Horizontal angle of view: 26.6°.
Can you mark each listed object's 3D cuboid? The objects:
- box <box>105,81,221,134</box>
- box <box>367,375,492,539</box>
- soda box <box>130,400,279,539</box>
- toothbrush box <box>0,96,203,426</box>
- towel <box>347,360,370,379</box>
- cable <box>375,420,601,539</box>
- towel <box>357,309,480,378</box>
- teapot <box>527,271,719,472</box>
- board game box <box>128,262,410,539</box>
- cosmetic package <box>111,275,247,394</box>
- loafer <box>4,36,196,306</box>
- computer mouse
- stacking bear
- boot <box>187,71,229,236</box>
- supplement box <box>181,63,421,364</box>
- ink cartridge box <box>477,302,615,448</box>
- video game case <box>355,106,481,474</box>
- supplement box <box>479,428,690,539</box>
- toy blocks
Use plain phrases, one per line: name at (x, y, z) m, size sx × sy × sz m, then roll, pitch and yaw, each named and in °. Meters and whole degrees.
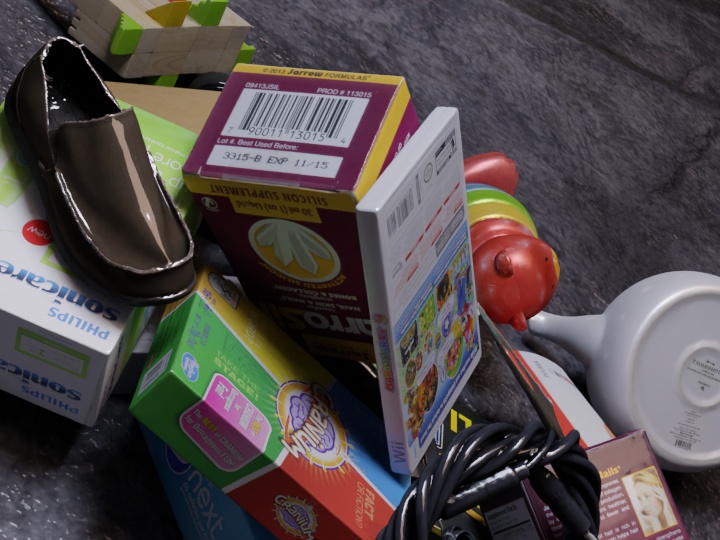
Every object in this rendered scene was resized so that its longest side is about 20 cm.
box at (-0.167, -0.107, 1.187) m, size 0.198 × 0.021 × 0.164 m, roll 4°, pitch 28°, yaw -3°
box at (0.082, 0.177, 1.173) m, size 0.199 × 0.049 × 0.160 m, roll 32°, pitch 28°, yaw -15°
soda box at (-0.081, 0.147, 1.005) m, size 0.068 × 0.064 × 0.201 m, roll 9°, pitch 42°, yaw -43°
toothbrush box at (-0.195, -0.021, 0.993) m, size 0.145 × 0.086 × 0.201 m, roll 24°, pitch 49°, yaw 0°
towel at (0.007, 0.012, 1.267) m, size 0.200 × 0.023 × 0.144 m, roll 51°, pitch 44°, yaw -10°
cable at (0.090, 0.175, 0.950) m, size 0.199 × 0.165 × 0.051 m, roll 11°, pitch -2°, yaw -40°
towel at (0.000, 0.000, 1.210) m, size 0.200 × 0.023 × 0.153 m, roll 44°, pitch 39°, yaw -3°
teapot at (0.292, 0.091, 1.437) m, size 0.201 × 0.196 × 0.146 m, roll 64°, pitch -14°, yaw -12°
board game box at (-0.050, 0.103, 0.978) m, size 0.200 × 0.040 × 0.153 m, roll 43°, pitch 20°, yaw -16°
cosmetic package at (-0.134, 0.043, 1.097) m, size 0.199 × 0.051 × 0.083 m, roll 5°, pitch 43°, yaw -46°
loafer at (-0.163, -0.064, 0.933) m, size 0.073 × 0.072 × 0.200 m, roll -21°, pitch 62°, yaw -32°
computer mouse at (0.049, 0.152, 1.085) m, size 0.058 × 0.034 × 0.201 m, roll 8°, pitch 43°, yaw -44°
stacking bear at (0.116, -0.015, 1.353) m, size 0.113 × 0.122 × 0.200 m, roll -13°, pitch 21°, yaw -7°
boot at (-0.069, -0.077, 1.307) m, size 0.210 × 0.080 × 0.158 m, roll 22°, pitch 28°, yaw -16°
supplement box at (-0.019, -0.034, 1.041) m, size 0.201 × 0.130 × 0.104 m, roll 65°, pitch 39°, yaw -49°
ink cartridge box at (0.173, 0.116, 1.240) m, size 0.201 × 0.050 × 0.162 m, roll 61°, pitch -2°, yaw -36°
video game case at (0.042, 0.013, 1.010) m, size 0.018 × 0.201 × 0.143 m, roll 6°, pitch 33°, yaw 23°
supplement box at (0.177, 0.228, 1.077) m, size 0.110 × 0.086 × 0.201 m, roll -16°, pitch 78°, yaw -24°
toy blocks at (-0.200, -0.235, 1.377) m, size 0.136 × 0.100 × 0.199 m, roll 39°, pitch 27°, yaw 22°
